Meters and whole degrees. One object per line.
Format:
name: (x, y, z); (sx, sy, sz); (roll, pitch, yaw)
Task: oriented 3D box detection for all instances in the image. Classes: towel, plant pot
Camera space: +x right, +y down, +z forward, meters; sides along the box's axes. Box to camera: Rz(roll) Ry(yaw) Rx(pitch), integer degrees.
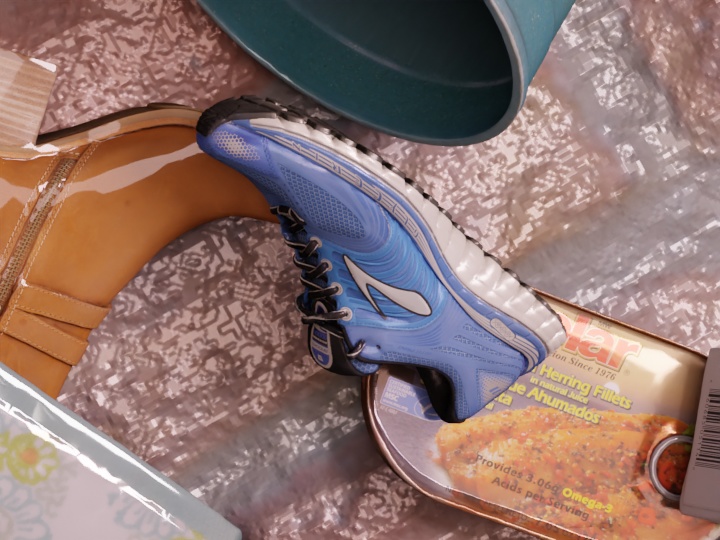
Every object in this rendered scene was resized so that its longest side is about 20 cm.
towel: (-0.169, 0.132, 0.949); (0.200, 0.048, 0.171); (37, 74, -17)
plant pot: (0.035, -0.191, 0.996); (0.200, 0.200, 0.188); (38, 68, -5)

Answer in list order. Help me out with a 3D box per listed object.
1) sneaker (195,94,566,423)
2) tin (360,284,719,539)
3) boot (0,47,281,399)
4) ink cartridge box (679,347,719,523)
sneaker: (0.000, 0.000, 0.981); (0.200, 0.079, 0.089); (41, 89, -22)
tin: (0.096, 0.073, 1.063); (0.200, 0.042, 0.112); (22, 88, -8)
boot: (-0.119, -0.007, 1.017); (0.200, 0.077, 0.156); (16, 92, -18)
ink cartridge box: (0.279, 0.097, 1.001); (0.200, 0.176, 0.084); (14, 85, -22)
